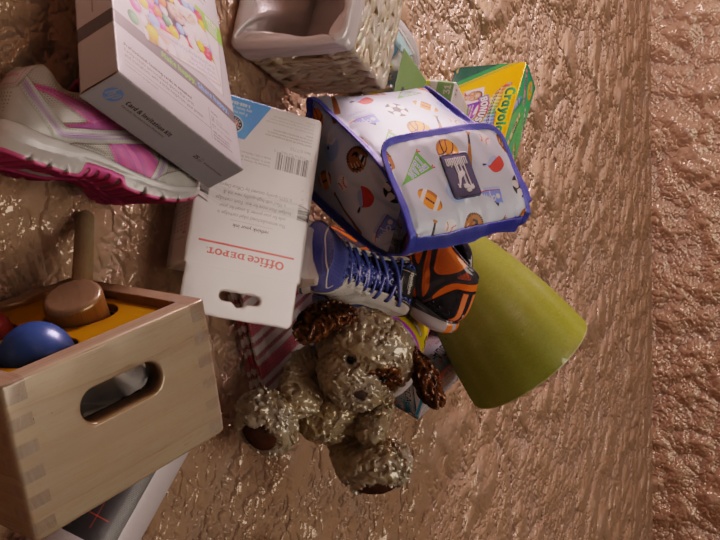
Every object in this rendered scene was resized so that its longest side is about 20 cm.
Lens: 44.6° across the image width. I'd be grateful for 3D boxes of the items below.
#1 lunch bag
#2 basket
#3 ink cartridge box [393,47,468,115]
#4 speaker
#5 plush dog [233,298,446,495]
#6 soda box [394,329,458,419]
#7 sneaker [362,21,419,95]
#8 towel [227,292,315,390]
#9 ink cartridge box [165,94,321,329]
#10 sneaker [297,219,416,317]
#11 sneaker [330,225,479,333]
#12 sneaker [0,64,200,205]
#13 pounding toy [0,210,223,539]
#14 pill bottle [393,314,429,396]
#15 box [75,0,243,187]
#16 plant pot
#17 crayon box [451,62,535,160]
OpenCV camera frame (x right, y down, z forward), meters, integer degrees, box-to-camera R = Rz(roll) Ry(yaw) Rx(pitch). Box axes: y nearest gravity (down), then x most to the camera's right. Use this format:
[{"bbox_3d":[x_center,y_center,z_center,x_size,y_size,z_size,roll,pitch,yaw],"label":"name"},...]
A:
[{"bbox_3d":[0.054,-0.098,0.885,0.169,0.200,0.124,-13,136,-34],"label":"lunch bag"},{"bbox_3d":[-0.034,-0.295,0.927,0.123,0.135,0.201,39,59,-60],"label":"basket"},{"bbox_3d":[0.084,-0.170,1.094,0.200,0.048,0.147,32,69,-71],"label":"ink cartridge box"},{"bbox_3d":[-0.199,0.174,0.722,0.201,0.081,0.081,-63,143,-35],"label":"speaker"},{"bbox_3d":[-0.010,0.111,0.904,0.199,0.172,0.161,28,32,-17],"label":"plush dog"},{"bbox_3d":[0.107,0.134,1.263,0.200,0.063,0.069,-29,142,-56],"label":"soda box"},{"bbox_3d":[0.025,-0.215,1.091,0.131,0.079,0.201,-61,140,-41],"label":"sneaker"},{"bbox_3d":[-0.088,0.052,0.968,0.146,0.030,0.201,-44,132,-51],"label":"towel"},{"bbox_3d":[-0.112,-0.052,0.823,0.115,0.068,0.201,12,80,-26],"label":"ink cartridge box"},{"bbox_3d":[0.000,0.000,0.919,0.200,0.114,0.081,68,23,-73],"label":"sneaker"},{"bbox_3d":[0.052,-0.024,1.019,0.112,0.199,0.078,-64,164,20],"label":"sneaker"},{"bbox_3d":[-0.199,-0.104,0.691,0.200,0.081,0.089,18,76,-57],"label":"sneaker"},{"bbox_3d":[-0.208,0.054,0.618,0.200,0.183,0.143,-26,116,-48],"label":"pounding toy"},{"bbox_3d":[0.031,0.072,1.073,0.200,0.104,0.105,-59,143,-68],"label":"pill bottle"},{"bbox_3d":[-0.165,-0.187,0.712,0.156,0.041,0.201,38,33,-55],"label":"box"},{"bbox_3d":[0.167,0.048,1.176,0.200,0.187,0.187,51,40,-7],"label":"plant pot"},{"bbox_3d":[0.183,-0.221,1.332,0.058,0.118,0.201,54,47,-48],"label":"crayon box"}]
